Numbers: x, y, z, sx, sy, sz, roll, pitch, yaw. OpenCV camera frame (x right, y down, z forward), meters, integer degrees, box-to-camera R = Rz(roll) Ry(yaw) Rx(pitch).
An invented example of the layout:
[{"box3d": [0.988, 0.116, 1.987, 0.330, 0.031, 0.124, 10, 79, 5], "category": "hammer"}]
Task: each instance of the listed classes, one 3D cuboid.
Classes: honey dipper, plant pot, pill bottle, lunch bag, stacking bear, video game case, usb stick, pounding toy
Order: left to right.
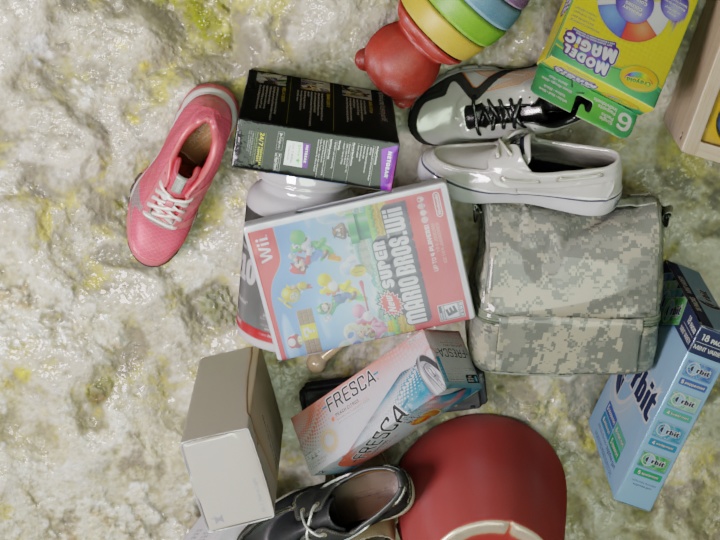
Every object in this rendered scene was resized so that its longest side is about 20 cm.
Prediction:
[{"box3d": [-0.061, -0.028, 1.628, 0.113, 0.114, 0.202, 6, 110, -2], "category": "pill bottle"}, {"box3d": [0.000, 0.000, 1.569, 0.198, 0.017, 0.144, -12, 111, 4], "category": "video game case"}, {"box3d": [0.018, 0.042, 1.696, 0.200, 0.038, 0.038, -40, 106, 16], "category": "honey dipper"}, {"box3d": [0.035, 0.132, 1.732, 0.198, 0.033, 0.056, -8, 110, 3], "category": "usb stick"}, {"box3d": [0.083, -0.246, 1.552, 0.121, 0.114, 0.200, 40, 111, -14], "category": "stacking bear"}, {"box3d": [0.130, 0.279, 1.713, 0.198, 0.178, 0.202, 0, 112, -1], "category": "plant pot"}, {"box3d": [0.205, 0.004, 1.626, 0.198, 0.140, 0.169, 2, 115, -1], "category": "lunch bag"}, {"box3d": [0.422, -0.180, 1.555, 0.198, 0.142, 0.186, 15, 111, -6], "category": "pounding toy"}]

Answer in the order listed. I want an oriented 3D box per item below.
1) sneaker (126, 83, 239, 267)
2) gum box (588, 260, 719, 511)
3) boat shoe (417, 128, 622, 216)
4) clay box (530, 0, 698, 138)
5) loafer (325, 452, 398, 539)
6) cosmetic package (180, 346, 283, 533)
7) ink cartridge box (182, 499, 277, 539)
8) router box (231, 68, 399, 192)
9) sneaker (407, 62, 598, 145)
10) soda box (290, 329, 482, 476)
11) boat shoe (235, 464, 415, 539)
[{"box3d": [-0.185, -0.088, 1.619, 0.073, 0.087, 0.201, 23, 109, -8], "category": "sneaker"}, {"box3d": [0.301, 0.114, 1.653, 0.044, 0.170, 0.201, 19, 109, -8], "category": "gum box"}, {"box3d": [0.153, -0.102, 1.570, 0.198, 0.072, 0.066, 12, 134, 12], "category": "boat shoe"}, {"box3d": [0.248, -0.237, 1.540, 0.114, 0.048, 0.202, 24, 81, -9], "category": "clay box"}, {"box3d": [0.007, 0.270, 1.734, 0.075, 0.067, 0.202, -3, 86, -19], "category": "loafer"}, {"box3d": [-0.127, 0.166, 1.655, 0.072, 0.200, 0.104, -13, 111, 4], "category": "cosmetic package"}, {"box3d": [-0.112, 0.358, 1.741, 0.200, 0.176, 0.084, 50, 147, -16], "category": "ink cartridge box"}, {"box3d": [-0.042, -0.134, 1.540, 0.148, 0.200, 0.052, 9, 109, -4], "category": "router box"}, {"box3d": [0.142, -0.164, 1.596, 0.198, 0.080, 0.074, -14, 112, 7], "category": "sneaker"}, {"box3d": [0.023, 0.134, 1.639, 0.200, 0.063, 0.069, -37, 65, 33], "category": "soda box"}, {"box3d": [-0.041, 0.250, 1.673, 0.198, 0.068, 0.072, -23, 80, 2], "category": "boat shoe"}]
